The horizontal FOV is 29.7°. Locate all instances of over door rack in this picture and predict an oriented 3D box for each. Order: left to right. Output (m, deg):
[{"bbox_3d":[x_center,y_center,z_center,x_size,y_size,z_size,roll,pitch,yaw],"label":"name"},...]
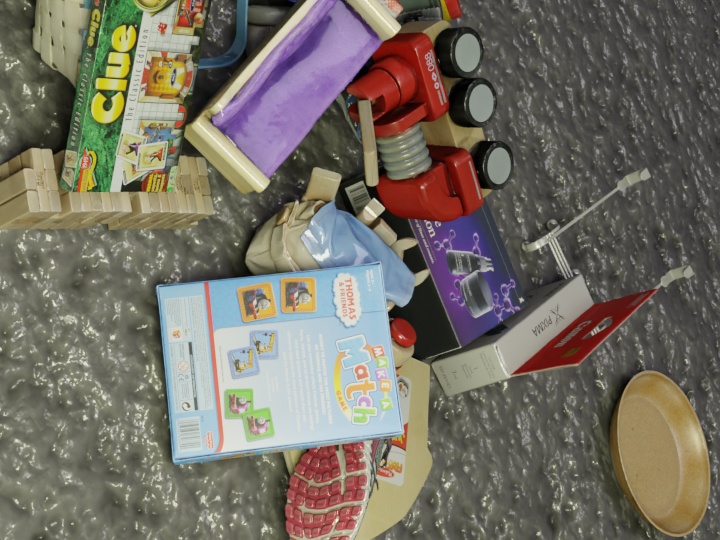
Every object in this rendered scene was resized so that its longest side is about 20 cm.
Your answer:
[{"bbox_3d":[0.294,-0.011,1.644,0.199,0.066,0.149,-31,99,-27],"label":"over door rack"}]

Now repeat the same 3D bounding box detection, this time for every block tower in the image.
[{"bbox_3d":[-0.212,-0.067,1.148,0.199,0.057,0.055,-2,78,-48],"label":"block tower"}]

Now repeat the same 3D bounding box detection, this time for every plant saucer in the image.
[{"bbox_3d":[0.359,0.225,1.661,0.199,0.035,0.203,20,61,-41],"label":"plant saucer"}]

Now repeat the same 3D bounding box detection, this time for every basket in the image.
[{"bbox_3d":[-0.176,-0.246,1.156,0.198,0.139,0.178,-13,129,-32],"label":"basket"}]

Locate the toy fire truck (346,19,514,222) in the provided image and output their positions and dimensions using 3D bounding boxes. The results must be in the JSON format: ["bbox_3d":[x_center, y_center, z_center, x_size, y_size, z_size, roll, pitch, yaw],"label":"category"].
[{"bbox_3d":[0.044,-0.115,1.244,0.199,0.128,0.178,-36,119,-34],"label":"toy fire truck"}]

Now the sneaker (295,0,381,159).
[{"bbox_3d":[-0.012,-0.204,1.346,0.077,0.075,0.202,-116,-178,-69],"label":"sneaker"}]

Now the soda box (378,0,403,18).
[{"bbox_3d":[-0.049,-0.190,1.266,0.063,0.068,0.201,39,93,-15],"label":"soda box"}]

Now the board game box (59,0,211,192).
[{"bbox_3d":[-0.175,-0.160,1.081,0.104,0.023,0.203,-4,115,-43],"label":"board game box"}]

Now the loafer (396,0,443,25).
[{"bbox_3d":[0.056,-0.214,1.388,0.071,0.201,0.063,-12,51,-9],"label":"loafer"}]

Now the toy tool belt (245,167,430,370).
[{"bbox_3d":[0.000,0.000,1.264,0.199,0.123,0.125,39,30,-16],"label":"toy tool belt"}]

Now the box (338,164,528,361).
[{"bbox_3d":[0.079,-0.026,1.427,0.141,0.078,0.202,-27,96,-51],"label":"box"}]

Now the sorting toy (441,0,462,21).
[{"bbox_3d":[0.050,-0.357,1.426,0.200,0.069,0.202,62,15,-50],"label":"sorting toy"}]

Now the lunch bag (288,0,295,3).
[{"bbox_3d":[-0.064,-0.365,1.356,0.199,0.127,0.172,26,46,-45],"label":"lunch bag"}]

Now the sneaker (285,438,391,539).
[{"bbox_3d":[-0.006,0.173,1.222,0.075,0.080,0.202,48,52,-50],"label":"sneaker"}]

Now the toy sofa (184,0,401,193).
[{"bbox_3d":[-0.055,-0.165,1.156,0.083,0.097,0.201,44,72,-16],"label":"toy sofa"}]

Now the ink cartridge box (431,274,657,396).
[{"bbox_3d":[0.197,0.059,1.445,0.199,0.175,0.045,-33,99,-48],"label":"ink cartridge box"}]

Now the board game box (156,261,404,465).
[{"bbox_3d":[-0.070,0.079,1.173,0.197,0.037,0.154,-6,77,-6],"label":"board game box"}]

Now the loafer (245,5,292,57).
[{"bbox_3d":[-0.042,-0.235,1.394,0.198,0.071,0.064,-5,107,-43],"label":"loafer"}]

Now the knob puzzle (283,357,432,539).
[{"bbox_3d":[-0.010,0.163,1.294,0.218,0.030,0.223,16,66,-40],"label":"knob puzzle"}]
